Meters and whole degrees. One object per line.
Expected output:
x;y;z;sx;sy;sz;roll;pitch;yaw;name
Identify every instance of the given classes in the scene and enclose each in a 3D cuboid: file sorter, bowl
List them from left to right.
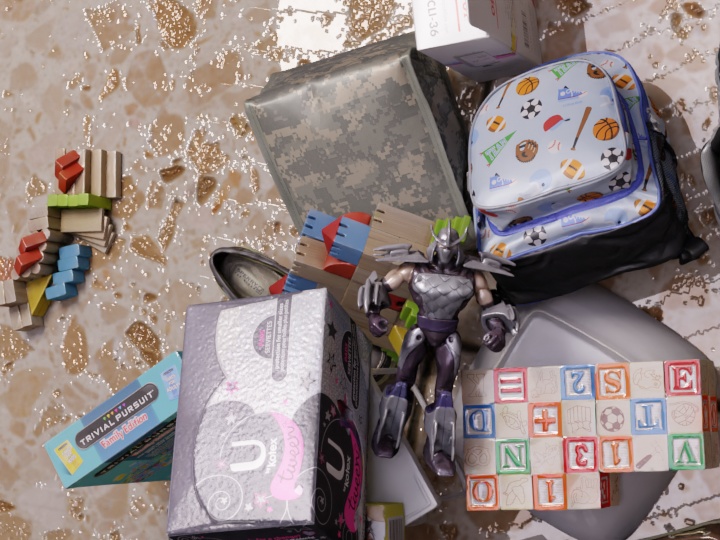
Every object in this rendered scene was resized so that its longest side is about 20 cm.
-0.027;0.190;1.569;0.199;0.124;0.139;-33;76;16;file sorter
0.177;0.116;1.522;0.199;0.075;0.201;33;99;21;bowl

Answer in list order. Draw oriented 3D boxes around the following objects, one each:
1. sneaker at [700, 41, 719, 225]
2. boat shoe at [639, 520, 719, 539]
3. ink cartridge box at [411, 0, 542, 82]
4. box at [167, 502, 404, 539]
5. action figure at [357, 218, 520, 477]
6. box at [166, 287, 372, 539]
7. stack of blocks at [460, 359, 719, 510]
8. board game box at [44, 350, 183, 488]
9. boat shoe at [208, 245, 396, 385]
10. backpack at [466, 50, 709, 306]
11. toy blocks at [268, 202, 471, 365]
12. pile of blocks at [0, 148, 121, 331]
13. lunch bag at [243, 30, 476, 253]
0.318;-0.131;1.462;0.074;0.115;0.202;1;87;21;sneaker
0.225;0.261;1.489;0.201;0.075;0.075;-31;77;17;boat shoe
0.091;-0.237;1.515;0.067;0.200;0.118;-9;82;20;ink cartridge box
-0.063;0.230;1.489;0.198;0.050;0.076;-5;85;22;box
0.059;0.056;1.422;0.129;0.069;0.202;10;107;6;action figure
-0.069;0.131;1.431;0.131;0.115;0.201;-8;62;20;box
0.185;0.134;1.446;0.198;0.059;0.116;-5;85;22;stack of blocks
-0.165;0.132;1.588;0.151;0.200;0.047;-35;74;15;board game box
-0.059;0.043;1.624;0.199;0.065;0.074;29;93;18;boat shoe
0.172;-0.088;1.489;0.198;0.154;0.191;-14;46;15;backpack
0.000;0.000;1.514;0.136;0.200;0.101;19;61;-3;toy blocks
-0.292;-0.029;1.726;0.082;0.062;0.201;25;95;22;pile of blocks
0.016;-0.092;1.576;0.163;0.118;0.201;-15;107;20;lunch bag
